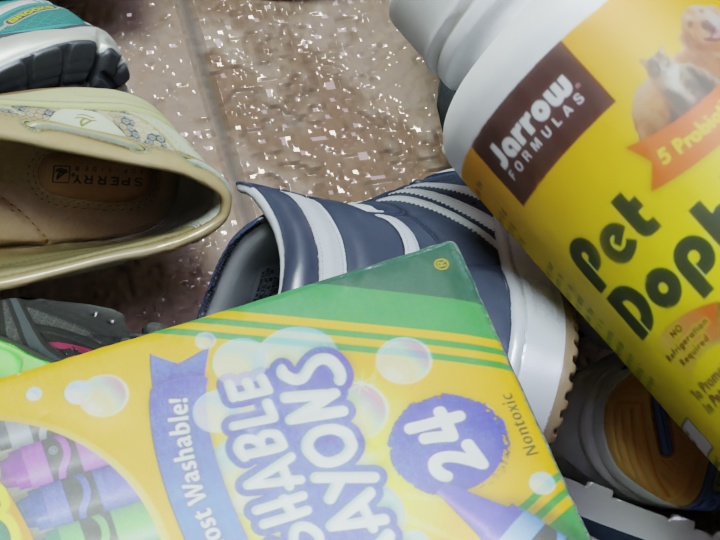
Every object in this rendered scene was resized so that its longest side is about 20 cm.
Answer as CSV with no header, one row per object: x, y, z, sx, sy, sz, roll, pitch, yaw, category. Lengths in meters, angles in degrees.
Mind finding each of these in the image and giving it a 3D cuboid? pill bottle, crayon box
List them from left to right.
-0.046,0.080,0.658,0.200,0.052,0.126,-18,56,-9,crayon box
0.100,-0.029,0.740,0.109,0.109,0.200,-34,75,-28,pill bottle

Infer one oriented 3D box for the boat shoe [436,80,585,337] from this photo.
0.059,-0.063,0.935,0.060,0.076,0.200,-17,61,25,boat shoe

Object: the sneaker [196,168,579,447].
0.000,0.000,0.817,0.108,0.070,0.200,13,15,-10,sneaker

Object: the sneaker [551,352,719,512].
0.145,0.046,0.864,0.200,0.088,0.075,4,82,-34,sneaker

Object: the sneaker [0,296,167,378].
-0.073,0.048,0.796,0.084,0.077,0.200,-25,38,-38,sneaker

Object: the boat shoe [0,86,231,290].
-0.140,-0.026,0.830,0.200,0.073,0.063,-10,23,-29,boat shoe

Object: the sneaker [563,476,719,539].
0.046,0.105,0.811,0.200,0.076,0.081,19,77,12,sneaker

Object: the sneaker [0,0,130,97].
-0.181,-0.051,0.891,0.200,0.078,0.080,-18,41,-26,sneaker

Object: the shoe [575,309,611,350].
0.091,-0.060,0.862,0.091,0.071,0.200,56,29,-21,shoe
